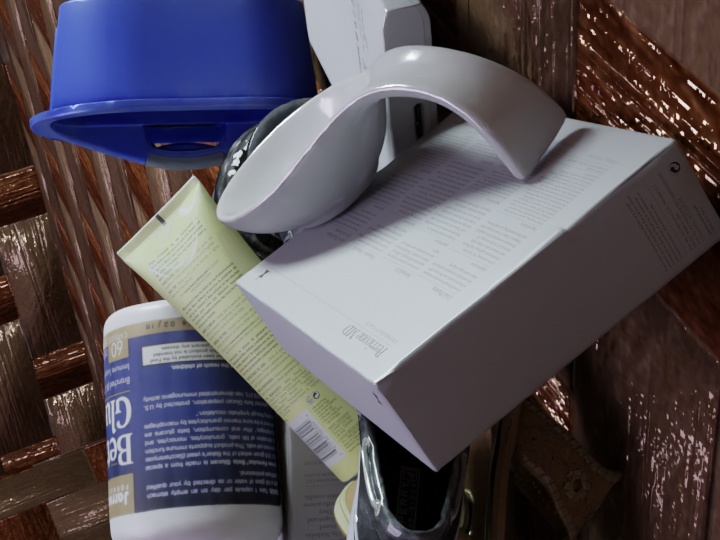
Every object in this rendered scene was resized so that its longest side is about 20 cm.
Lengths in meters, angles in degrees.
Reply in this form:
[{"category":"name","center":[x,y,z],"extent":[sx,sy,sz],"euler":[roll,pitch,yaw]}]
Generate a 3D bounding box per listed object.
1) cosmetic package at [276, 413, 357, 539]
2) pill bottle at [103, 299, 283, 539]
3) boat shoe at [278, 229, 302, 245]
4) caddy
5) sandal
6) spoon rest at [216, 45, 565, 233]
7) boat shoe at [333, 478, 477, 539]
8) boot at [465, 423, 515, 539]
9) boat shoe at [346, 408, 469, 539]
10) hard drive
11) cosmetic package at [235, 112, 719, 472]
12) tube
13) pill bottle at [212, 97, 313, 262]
[{"category":"cosmetic package","center":[-0.018,0.184,1.027],"extent":[0.101,0.071,0.200],"euler":[-130,39,-77]},{"category":"pill bottle","center":[-0.107,0.125,0.990],"extent":[0.111,0.111,0.200],"euler":[125,142,-71]},{"category":"boat shoe","center":[0.000,0.000,0.884],"extent":[0.200,0.075,0.062],"euler":[55,-169,-54]},{"category":"caddy","center":[-0.119,-0.119,1.026],"extent":[0.141,0.200,0.105],"euler":[165,102,-77]},{"category":"sandal","center":[0.097,0.092,0.778],"extent":[0.078,0.070,0.212],"euler":[80,-169,-80]},{"category":"spoon rest","center":[0.000,-0.063,0.702],"extent":[0.200,0.099,0.061],"euler":[-8,129,50]},{"category":"boat shoe","center":[0.033,0.141,0.846],"extent":[0.074,0.066,0.200],"euler":[36,-176,-10]},{"category":"boot","center":[0.058,0.127,0.966],"extent":[0.175,0.066,0.200],"euler":[40,144,56]},{"category":"boat shoe","center":[0.025,0.061,0.762],"extent":[0.068,0.074,0.199],"euler":[102,180,-47]},{"category":"hard drive","center":[0.001,-0.130,0.835],"extent":[0.200,0.026,0.132],"euler":[-113,13,-50]},{"category":"cosmetic package","center":[0.041,-0.004,0.669],"extent":[0.052,0.151,0.200],"euler":[57,170,-20]},{"category":"tube","center":[-0.057,0.039,0.937],"extent":[0.200,0.058,0.052],"euler":[47,164,0]},{"category":"pill bottle","center":[-0.043,-0.035,1.001],"extent":[0.200,0.112,0.112],"euler":[123,126,-70]}]
